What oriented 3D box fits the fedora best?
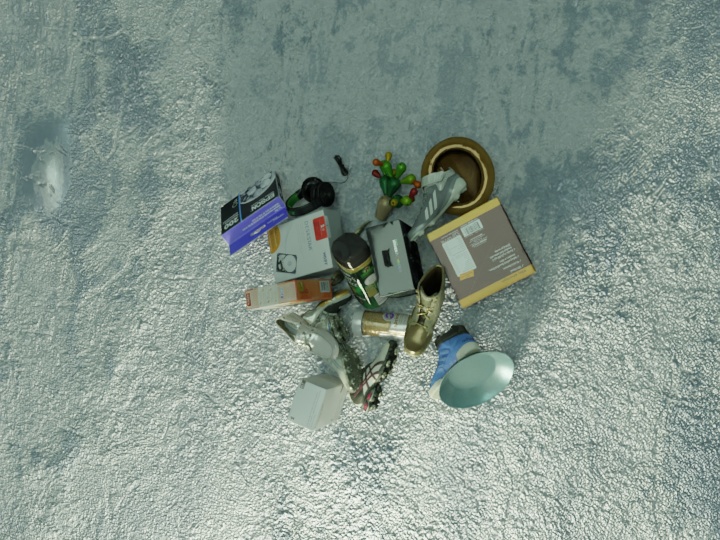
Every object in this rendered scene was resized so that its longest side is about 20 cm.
[{"bbox_3d":[0.250,-0.236,1.683,0.198,0.082,0.204,-1,87,16],"label":"fedora"}]

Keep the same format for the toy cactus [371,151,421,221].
[{"bbox_3d":[0.075,-0.204,1.712,0.200,0.101,0.166,52,131,39],"label":"toy cactus"}]

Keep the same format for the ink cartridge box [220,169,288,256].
[{"bbox_3d":[-0.294,-0.159,1.793,0.197,0.043,0.201,-33,39,11],"label":"ink cartridge box"}]

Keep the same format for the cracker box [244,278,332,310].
[{"bbox_3d":[-0.189,0.063,1.727,0.198,0.133,0.059,-12,83,39],"label":"cracker box"}]

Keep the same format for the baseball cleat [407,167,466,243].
[{"bbox_3d":[0.167,-0.166,1.617,0.106,0.070,0.200,44,83,4],"label":"baseball cleat"}]

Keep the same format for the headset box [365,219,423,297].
[{"bbox_3d":[0.092,-0.024,1.655,0.092,0.200,0.176,-13,84,14],"label":"headset box"}]

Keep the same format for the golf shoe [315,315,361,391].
[{"bbox_3d":[-0.062,0.222,1.712,0.096,0.078,0.202,-24,78,29],"label":"golf shoe"}]

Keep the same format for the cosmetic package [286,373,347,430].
[{"bbox_3d":[-0.105,0.333,1.689,0.080,0.200,0.114,18,92,16],"label":"cosmetic package"}]

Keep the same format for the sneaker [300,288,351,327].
[{"bbox_3d":[-0.092,0.127,1.774,0.199,0.076,0.088,-35,94,14],"label":"sneaker"}]

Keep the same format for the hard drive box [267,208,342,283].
[{"bbox_3d":[-0.143,-0.061,1.755,0.198,0.076,0.158,-16,80,32],"label":"hard drive box"}]

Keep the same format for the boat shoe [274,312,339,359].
[{"bbox_3d":[-0.142,0.172,1.683,0.199,0.069,0.072,26,107,33],"label":"boat shoe"}]

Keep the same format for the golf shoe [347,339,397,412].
[{"bbox_3d":[0.032,0.266,1.722,0.087,0.077,0.202,25,93,22],"label":"golf shoe"}]

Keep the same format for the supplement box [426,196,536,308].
[{"bbox_3d":[0.300,-0.041,1.627,0.196,0.133,0.202,-27,84,12],"label":"supplement box"}]

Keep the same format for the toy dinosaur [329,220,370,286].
[{"bbox_3d":[-0.052,-0.060,1.779,0.087,0.047,0.202,26,92,9],"label":"toy dinosaur"}]

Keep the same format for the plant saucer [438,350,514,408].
[{"bbox_3d":[0.279,0.258,1.617,0.200,0.201,0.039,-34,42,11],"label":"plant saucer"}]

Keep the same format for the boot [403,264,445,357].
[{"bbox_3d":[0.155,0.097,1.595,0.071,0.155,0.202,20,68,13],"label":"boot"}]

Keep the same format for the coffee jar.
[{"bbox_3d":[0.000,0.000,1.673,0.085,0.201,0.104,-37,42,-11],"label":"coffee jar"}]

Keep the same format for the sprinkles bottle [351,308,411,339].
[{"bbox_3d":[0.079,0.143,1.717,0.197,0.068,0.069,5,88,15],"label":"sprinkles bottle"}]

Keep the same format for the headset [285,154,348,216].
[{"bbox_3d":[-0.118,-0.223,1.766,0.199,0.123,0.095,-35,121,-15],"label":"headset"}]

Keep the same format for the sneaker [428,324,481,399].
[{"bbox_3d":[0.221,0.227,1.675,0.201,0.076,0.112,-62,37,31],"label":"sneaker"}]
